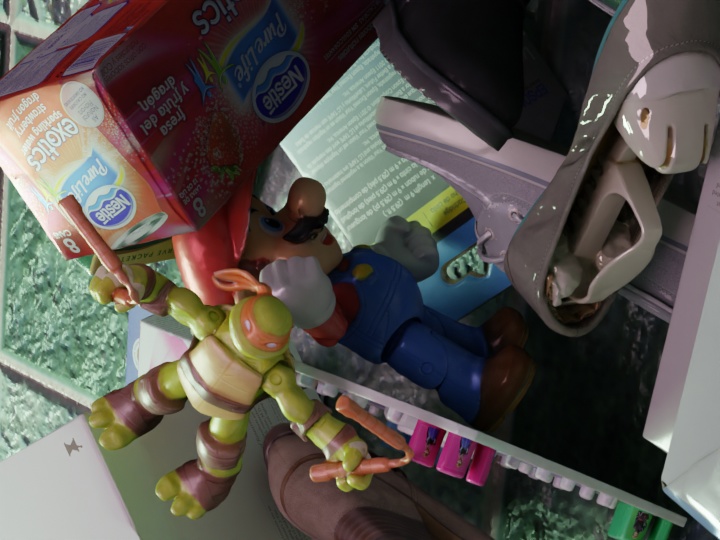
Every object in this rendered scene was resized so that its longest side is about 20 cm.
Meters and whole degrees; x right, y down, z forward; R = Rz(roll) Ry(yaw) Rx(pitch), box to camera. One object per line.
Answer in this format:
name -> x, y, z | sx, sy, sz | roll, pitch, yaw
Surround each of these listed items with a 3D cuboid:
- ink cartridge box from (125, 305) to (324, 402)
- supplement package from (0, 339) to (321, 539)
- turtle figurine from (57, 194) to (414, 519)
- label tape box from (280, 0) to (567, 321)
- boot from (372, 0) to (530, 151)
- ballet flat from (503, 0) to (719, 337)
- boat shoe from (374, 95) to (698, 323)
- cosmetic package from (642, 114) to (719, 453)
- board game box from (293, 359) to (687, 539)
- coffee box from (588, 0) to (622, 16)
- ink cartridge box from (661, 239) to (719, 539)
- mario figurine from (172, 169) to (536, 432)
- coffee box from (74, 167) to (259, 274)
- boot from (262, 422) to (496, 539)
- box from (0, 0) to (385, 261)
ink cartridge box -> -0.109, 0.134, 1.354 | 0.200, 0.043, 0.196 | 19, 111, 42
supplement package -> -0.115, 0.153, 1.193 | 0.151, 0.200, 0.152 | -29, 84, 33
turtle figurine -> -0.074, 0.045, 0.994 | 0.200, 0.064, 0.161 | 35, 141, -6
label tape box -> 0.034, -0.080, 1.136 | 0.144, 0.063, 0.200 | -35, 89, 44
boot -> 0.092, -0.166, 0.976 | 0.200, 0.066, 0.165 | -49, 25, 11
ballet flat -> 0.126, -0.051, 0.929 | 0.064, 0.067, 0.200 | 61, 140, 38
boat shoe -> 0.092, -0.025, 1.031 | 0.201, 0.070, 0.072 | 24, 99, 6
cosmetic package -> 0.210, 0.000, 0.936 | 0.085, 0.108, 0.200 | 34, 122, 50
board game box -> 0.039, 0.089, 1.078 | 0.200, 0.200, 0.026 | 18, 84, 44
coffee box -> 0.182, -0.208, 0.925 | 0.044, 0.123, 0.200 | 39, 125, 39
ink cartridge box -> 0.241, 0.044, 0.868 | 0.076, 0.200, 0.137 | -136, 51, -57
mario figurine -> 0.000, 0.000, 1.053 | 0.106, 0.200, 0.123 | -68, 12, -16
coffee box -> -0.103, -0.097, 1.237 | 0.044, 0.123, 0.200 | 39, 123, 32
boot -> 0.034, 0.151, 1.149 | 0.070, 0.200, 0.146 | -51, 30, 2
box -> -0.085, -0.103, 1.030 | 0.100, 0.200, 0.095 | -11, 119, 41
